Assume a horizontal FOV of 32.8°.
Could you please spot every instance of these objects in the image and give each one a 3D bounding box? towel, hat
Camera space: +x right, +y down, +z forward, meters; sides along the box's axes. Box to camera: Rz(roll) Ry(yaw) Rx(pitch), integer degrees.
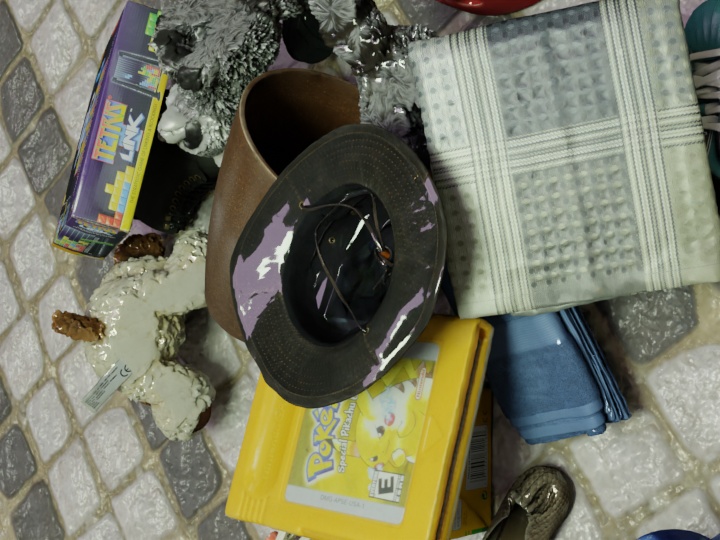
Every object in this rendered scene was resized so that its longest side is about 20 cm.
[{"bbox_3d":[0.120,0.033,0.923,0.111,0.048,0.202,-20,100,55],"label":"towel"},{"bbox_3d":[0.138,-0.073,0.829,0.190,0.035,0.203,-9,94,19],"label":"towel"},{"bbox_3d":[0.000,0.000,0.876,0.199,0.080,0.204,-7,79,39],"label":"hat"}]

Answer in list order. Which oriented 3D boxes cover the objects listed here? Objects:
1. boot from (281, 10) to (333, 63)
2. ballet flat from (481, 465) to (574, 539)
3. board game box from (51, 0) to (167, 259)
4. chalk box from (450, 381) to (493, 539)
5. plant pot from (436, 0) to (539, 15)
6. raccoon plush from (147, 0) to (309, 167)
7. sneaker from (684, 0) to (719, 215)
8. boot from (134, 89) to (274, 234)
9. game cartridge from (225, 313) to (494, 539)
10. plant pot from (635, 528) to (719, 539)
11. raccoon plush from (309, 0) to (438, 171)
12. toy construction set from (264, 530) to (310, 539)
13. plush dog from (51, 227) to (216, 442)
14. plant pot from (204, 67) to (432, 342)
[{"bbox_3d":[-0.065,-0.301,1.116,0.161,0.073,0.200,25,97,35],"label":"boot"},{"bbox_3d":[0.108,0.243,0.967,0.067,0.046,0.202,36,110,35],"label":"ballet flat"},{"bbox_3d":[-0.226,-0.122,1.122,0.165,0.056,0.203,154,129,-69],"label":"board game box"},{"bbox_3d":[-0.004,0.148,1.012,0.198,0.123,0.126,0,87,39],"label":"chalk box"},{"bbox_3d":[0.067,-0.312,0.943,0.199,0.181,0.203,-1,88,41],"label":"plant pot"},{"bbox_3d":[-0.087,-0.168,1.044,0.198,0.135,0.098,-18,53,2],"label":"raccoon plush"},{"bbox_3d":[0.246,-0.095,0.849,0.071,0.079,0.203,-4,85,39],"label":"sneaker"},{"bbox_3d":[-0.152,-0.082,1.183,0.200,0.077,0.140,34,113,49],"label":"boot"},{"bbox_3d":[-0.006,0.114,0.910,0.198,0.032,0.179,3,74,38],"label":"game cartridge"},{"bbox_3d":[0.209,0.293,0.798,0.200,0.179,0.201,-45,62,27],"label":"plant pot"},{"bbox_3d":[0.053,-0.167,0.938,0.096,0.134,0.202,-15,107,29],"label":"raccoon plush"},{"bbox_3d":[-0.042,0.320,1.055,0.200,0.091,0.132,50,142,37],"label":"toy construction set"},{"bbox_3d":[-0.219,0.054,1.183,0.172,0.158,0.203,-166,80,-75],"label":"plush dog"},{"bbox_3d":[-0.056,-0.034,1.045,0.188,0.185,0.201,56,133,26],"label":"plant pot"}]
